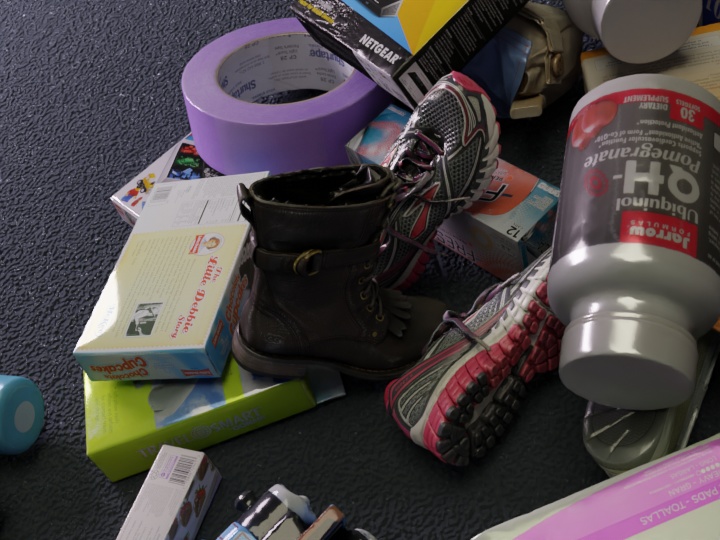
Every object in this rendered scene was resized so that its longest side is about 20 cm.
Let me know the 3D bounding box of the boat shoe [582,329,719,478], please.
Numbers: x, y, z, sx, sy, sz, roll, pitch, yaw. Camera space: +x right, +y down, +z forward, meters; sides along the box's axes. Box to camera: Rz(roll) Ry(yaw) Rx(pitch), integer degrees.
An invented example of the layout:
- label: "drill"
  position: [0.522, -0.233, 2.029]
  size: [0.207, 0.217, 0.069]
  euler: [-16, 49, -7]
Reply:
- label: "boat shoe"
  position: [0.211, 0.067, 0.688]
  size: [0.074, 0.065, 0.203]
  euler: [-4, 42, 36]

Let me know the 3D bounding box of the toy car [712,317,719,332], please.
- label: "toy car"
  position: [0.310, 0.032, 0.610]
  size: [0.198, 0.185, 0.178]
  euler: [-8, 48, 29]

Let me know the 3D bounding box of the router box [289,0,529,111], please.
- label: "router box"
  position: [0.041, -0.238, 0.866]
  size: [0.149, 0.051, 0.200]
  euler: [-45, 42, 0]

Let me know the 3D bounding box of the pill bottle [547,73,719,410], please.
- label: "pill bottle"
  position: [0.181, -0.018, 0.644]
  size: [0.110, 0.111, 0.202]
  euler: [2, 61, 20]

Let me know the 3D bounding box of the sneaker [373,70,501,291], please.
- label: "sneaker"
  position: [0.038, -0.057, 0.758]
  size: [0.074, 0.201, 0.081]
  euler: [-8, 44, -47]

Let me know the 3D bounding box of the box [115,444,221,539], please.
- label: "box"
  position: [-0.158, 0.219, 0.690]
  size: [0.041, 0.039, 0.201]
  euler: [5, 53, 23]

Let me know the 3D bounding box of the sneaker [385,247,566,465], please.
- label: "sneaker"
  position: [0.099, 0.044, 0.718]
  size: [0.200, 0.081, 0.074]
  euler: [-42, 41, -21]

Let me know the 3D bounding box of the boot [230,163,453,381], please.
- label: "boot"
  position: [0.000, 0.000, 0.703]
  size: [0.198, 0.175, 0.070]
  euler: [-5, 46, -23]

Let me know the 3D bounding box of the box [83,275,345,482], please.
- label: "box"
  position: [-0.122, 0.078, 0.794]
  size: [0.198, 0.048, 0.123]
  euler: [-20, 48, 2]

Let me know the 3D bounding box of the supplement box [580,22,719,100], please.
- label: "supplement box"
  position: [0.256, -0.100, 0.798]
  size: [0.125, 0.074, 0.201]
  euler: [-10, 49, 11]

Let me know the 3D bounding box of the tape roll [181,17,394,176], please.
- label: "tape roll"
  position: [-0.067, -0.167, 0.942]
  size: [0.198, 0.066, 0.201]
  euler: [-3, 41, 3]

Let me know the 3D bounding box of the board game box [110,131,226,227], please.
- label: "board game box"
  position: [-0.128, -0.058, 0.918]
  size: [0.126, 0.035, 0.199]
  euler: [-42, 51, -19]

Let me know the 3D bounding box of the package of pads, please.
- label: "package of pads"
  position: [0.182, 0.192, 0.562]
  size: [0.198, 0.068, 0.155]
  euler: [-23, 60, -1]

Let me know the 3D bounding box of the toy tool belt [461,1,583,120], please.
- label: "toy tool belt"
  position: [0.095, -0.189, 0.898]
  size: [0.198, 0.126, 0.123]
  euler: [17, 49, 30]

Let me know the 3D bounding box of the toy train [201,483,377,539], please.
- label: "toy train"
  position: [-0.077, 0.222, 0.613]
  size: [0.114, 0.087, 0.200]
  euler: [41, 70, 17]

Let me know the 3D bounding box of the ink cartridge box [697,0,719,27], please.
- label: "ink cartridge box"
  position: [0.317, -0.233, 0.877]
  size: [0.044, 0.094, 0.201]
  euler: [-23, 47, -2]

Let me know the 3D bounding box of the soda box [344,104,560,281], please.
- label: "soda box"
  position: [0.080, -0.064, 0.829]
  size: [0.064, 0.069, 0.199]
  euler: [-43, 52, -19]

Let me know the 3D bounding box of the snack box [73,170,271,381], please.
- label: "snack box"
  position: [-0.144, 0.001, 0.811]
  size: [0.115, 0.037, 0.201]
  euler: [-4, 45, 19]

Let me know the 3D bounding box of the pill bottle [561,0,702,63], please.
- label: "pill bottle"
  position: [0.214, -0.265, 0.833]
  size: [0.111, 0.113, 0.201]
  euler: [-15, 43, 6]

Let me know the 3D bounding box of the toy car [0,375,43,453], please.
- label: "toy car"
  position: [-0.381, 0.106, 0.743]
  size: [0.182, 0.201, 0.178]
  euler: [2, 51, 19]
